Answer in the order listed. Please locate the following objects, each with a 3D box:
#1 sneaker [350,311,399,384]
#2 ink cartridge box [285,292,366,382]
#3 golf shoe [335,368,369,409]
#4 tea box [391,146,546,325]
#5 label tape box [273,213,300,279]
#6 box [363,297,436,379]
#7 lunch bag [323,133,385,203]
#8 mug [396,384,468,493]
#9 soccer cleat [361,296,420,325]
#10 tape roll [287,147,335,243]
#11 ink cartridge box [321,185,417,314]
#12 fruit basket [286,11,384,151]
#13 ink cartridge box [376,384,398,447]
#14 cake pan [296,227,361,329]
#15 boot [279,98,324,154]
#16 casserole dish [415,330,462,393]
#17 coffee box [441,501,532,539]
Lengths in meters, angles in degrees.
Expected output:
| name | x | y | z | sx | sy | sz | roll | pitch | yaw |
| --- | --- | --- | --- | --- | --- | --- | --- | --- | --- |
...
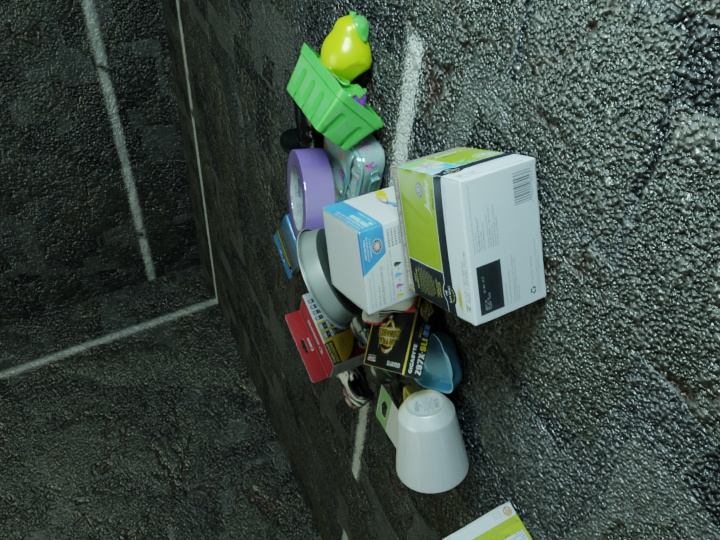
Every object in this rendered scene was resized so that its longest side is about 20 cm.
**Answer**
| name | x | y | z | sx | sy | sz | roll | pitch | yaw |
| --- | --- | --- | --- | --- | --- | --- | --- | --- | --- |
| sneaker | 0.041 | 0.162 | 1.532 | 0.079 | 0.074 | 0.205 | -24 | 91 | 56 |
| ink cartridge box | -0.076 | 0.152 | 1.652 | 0.203 | 0.171 | 0.084 | 62 | 157 | 22 |
| golf shoe | -0.033 | 0.274 | 1.796 | 0.203 | 0.071 | 0.092 | 58 | 150 | 10 |
| tea box | 0.153 | -0.059 | 0.958 | 0.196 | 0.130 | 0.206 | 29 | 133 | 60 |
| label tape box | -0.185 | -0.072 | 1.906 | 0.148 | 0.062 | 0.200 | 69 | 159 | 7 |
| box | 0.077 | 0.122 | 1.313 | 0.199 | 0.048 | 0.165 | 177 | 109 | -69 |
| lunch bag | -0.018 | -0.206 | 1.355 | 0.162 | 0.075 | 0.203 | 60 | 156 | 31 |
| mug | 0.120 | 0.317 | 1.295 | 0.183 | 0.148 | 0.157 | 16 | 126 | 41 |
| soccer cleat | 0.041 | 0.056 | 1.256 | 0.199 | 0.084 | 0.070 | -22 | 45 | 61 |
| tape roll | -0.107 | -0.154 | 1.395 | 0.200 | 0.064 | 0.207 | 174 | 90 | -74 |
| ink cartridge box | 0.057 | -0.047 | 1.123 | 0.144 | 0.195 | 0.151 | 33 | 137 | 55 |
| fruit basket | -0.030 | -0.364 | 1.229 | 0.211 | 0.154 | 0.222 | -17 | 62 | 35 |
| ink cartridge box | 0.107 | 0.377 | 1.541 | 0.202 | 0.047 | 0.148 | 58 | 155 | 34 |
| cake pan | -0.053 | 0.009 | 1.244 | 0.202 | 0.036 | 0.203 | 54 | -158 | -33 |
| boot | -0.136 | -0.346 | 1.552 | 0.198 | 0.072 | 0.166 | 40 | 145 | 43 |
| casserole dish | 0.144 | 0.172 | 1.300 | 0.199 | 0.038 | 0.125 | -7 | 99 | 68 |
| coffee box | 0.226 | 0.592 | 1.200 | 0.200 | 0.195 | 0.203 | 56 | 154 | 33 |
